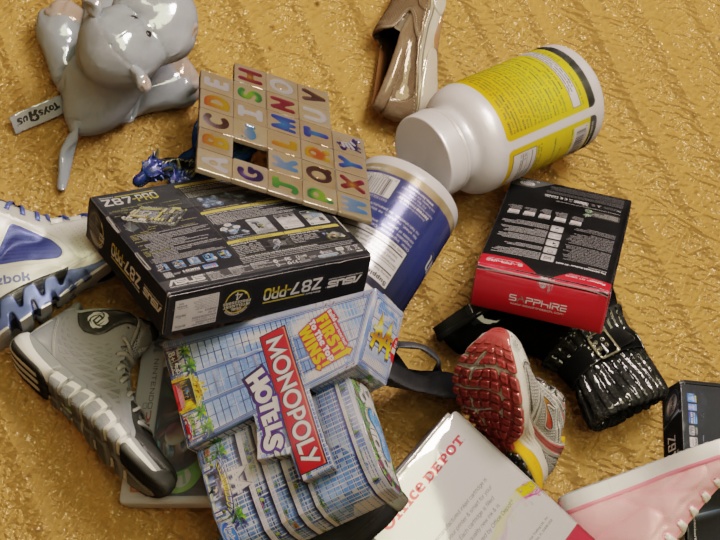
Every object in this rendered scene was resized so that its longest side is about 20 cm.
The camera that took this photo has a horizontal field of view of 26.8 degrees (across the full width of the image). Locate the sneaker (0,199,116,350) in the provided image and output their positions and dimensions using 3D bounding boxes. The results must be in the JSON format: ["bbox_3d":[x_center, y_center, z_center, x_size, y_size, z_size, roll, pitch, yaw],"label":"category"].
[{"bbox_3d":[-0.283,-0.028,1.366,0.199,0.081,0.115,-35,86,-22],"label":"sneaker"}]

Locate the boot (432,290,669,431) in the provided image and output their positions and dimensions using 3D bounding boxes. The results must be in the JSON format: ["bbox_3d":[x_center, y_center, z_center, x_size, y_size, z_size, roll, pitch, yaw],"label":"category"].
[{"bbox_3d":[0.187,0.085,1.460,0.210,0.079,0.158,-15,76,-21],"label":"boot"}]

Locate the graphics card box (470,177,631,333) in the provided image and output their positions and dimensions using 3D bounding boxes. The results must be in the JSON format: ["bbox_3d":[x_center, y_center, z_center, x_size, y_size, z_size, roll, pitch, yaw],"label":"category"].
[{"bbox_3d":[0.184,-0.019,1.440,0.125,0.051,0.200,12,31,9],"label":"graphics card box"}]

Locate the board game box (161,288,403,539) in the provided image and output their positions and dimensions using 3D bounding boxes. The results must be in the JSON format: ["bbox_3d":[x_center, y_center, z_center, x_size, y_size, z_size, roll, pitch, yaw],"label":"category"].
[{"bbox_3d":[-0.047,0.110,1.254,0.199,0.062,0.201,-28,59,14],"label":"board game box"}]

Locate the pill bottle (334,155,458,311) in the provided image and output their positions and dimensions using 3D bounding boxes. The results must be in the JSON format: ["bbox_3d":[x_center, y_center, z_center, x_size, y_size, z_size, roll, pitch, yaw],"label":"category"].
[{"bbox_3d":[0.000,0.000,1.420,0.111,0.111,0.200,34,66,-2],"label":"pill bottle"}]

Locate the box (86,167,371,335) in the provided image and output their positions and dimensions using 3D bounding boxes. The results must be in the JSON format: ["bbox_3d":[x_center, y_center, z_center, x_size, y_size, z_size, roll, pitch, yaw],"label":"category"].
[{"bbox_3d":[-0.115,-0.023,1.315,0.199,0.049,0.161,-13,41,-32],"label":"box"}]

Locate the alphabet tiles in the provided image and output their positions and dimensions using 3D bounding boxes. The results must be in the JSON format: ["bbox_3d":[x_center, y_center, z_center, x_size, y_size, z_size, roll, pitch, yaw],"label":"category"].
[{"bbox_3d":[-0.072,-0.126,1.407,0.166,0.008,0.200,16,36,-16],"label":"alphabet tiles"}]

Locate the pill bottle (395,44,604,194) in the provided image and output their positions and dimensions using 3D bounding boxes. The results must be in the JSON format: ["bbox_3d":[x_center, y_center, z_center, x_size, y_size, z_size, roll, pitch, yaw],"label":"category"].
[{"bbox_3d":[0.136,-0.143,1.495,0.200,0.112,0.113,-25,79,-32],"label":"pill bottle"}]

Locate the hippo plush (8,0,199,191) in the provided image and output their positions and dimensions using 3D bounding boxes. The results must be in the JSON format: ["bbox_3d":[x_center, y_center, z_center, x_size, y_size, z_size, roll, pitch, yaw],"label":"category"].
[{"bbox_3d":[-0.236,-0.212,1.400,0.200,0.161,0.160,-35,84,-24],"label":"hippo plush"}]

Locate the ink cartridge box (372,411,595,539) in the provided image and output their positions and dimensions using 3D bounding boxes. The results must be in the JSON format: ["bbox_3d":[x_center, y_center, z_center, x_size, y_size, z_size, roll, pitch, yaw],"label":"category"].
[{"bbox_3d":[0.103,0.251,1.375,0.200,0.086,0.148,43,67,3],"label":"ink cartridge box"}]

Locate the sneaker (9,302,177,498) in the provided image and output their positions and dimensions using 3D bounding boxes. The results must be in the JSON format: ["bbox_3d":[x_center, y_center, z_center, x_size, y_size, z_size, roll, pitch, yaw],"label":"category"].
[{"bbox_3d":[-0.206,0.099,1.333,0.200,0.075,0.115,42,63,15],"label":"sneaker"}]

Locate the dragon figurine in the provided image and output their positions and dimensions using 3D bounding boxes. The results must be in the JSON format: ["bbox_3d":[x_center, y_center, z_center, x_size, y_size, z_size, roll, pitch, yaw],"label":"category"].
[{"bbox_3d":[-0.131,-0.118,1.430,0.200,0.099,0.059,-40,86,-24],"label":"dragon figurine"}]

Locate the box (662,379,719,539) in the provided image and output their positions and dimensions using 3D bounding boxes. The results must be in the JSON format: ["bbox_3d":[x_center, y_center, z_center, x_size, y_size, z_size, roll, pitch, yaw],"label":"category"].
[{"bbox_3d":[0.381,0.216,1.489,0.159,0.044,0.201,7,69,-13],"label":"box"}]

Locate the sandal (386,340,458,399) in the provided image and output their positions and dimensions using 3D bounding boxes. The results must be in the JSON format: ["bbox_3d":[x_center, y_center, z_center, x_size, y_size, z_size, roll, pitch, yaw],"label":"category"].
[{"bbox_3d":[0.045,0.087,1.375,0.076,0.200,0.043,10,86,28],"label":"sandal"}]

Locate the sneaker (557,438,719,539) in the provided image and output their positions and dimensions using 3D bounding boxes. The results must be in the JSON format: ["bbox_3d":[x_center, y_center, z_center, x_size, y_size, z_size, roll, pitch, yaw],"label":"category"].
[{"bbox_3d":[0.293,0.226,1.414,0.200,0.075,0.105,-23,76,12],"label":"sneaker"}]

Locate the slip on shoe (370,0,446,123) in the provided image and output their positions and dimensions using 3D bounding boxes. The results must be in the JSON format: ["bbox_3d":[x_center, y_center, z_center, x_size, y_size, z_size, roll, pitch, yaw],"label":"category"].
[{"bbox_3d":[0.044,-0.245,1.542,0.060,0.076,0.201,9,76,-19],"label":"slip on shoe"}]

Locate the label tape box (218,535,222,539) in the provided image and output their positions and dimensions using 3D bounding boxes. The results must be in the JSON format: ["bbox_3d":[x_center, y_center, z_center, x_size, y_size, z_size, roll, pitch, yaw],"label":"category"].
[{"bbox_3d":[-0.110,0.335,1.296,0.144,0.063,0.200,37,66,-2],"label":"label tape box"}]

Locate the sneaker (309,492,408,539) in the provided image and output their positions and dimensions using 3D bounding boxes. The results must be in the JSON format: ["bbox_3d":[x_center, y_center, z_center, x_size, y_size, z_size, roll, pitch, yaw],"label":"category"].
[{"bbox_3d":[-0.055,0.180,1.332,0.106,0.075,0.200,-48,43,-3],"label":"sneaker"}]

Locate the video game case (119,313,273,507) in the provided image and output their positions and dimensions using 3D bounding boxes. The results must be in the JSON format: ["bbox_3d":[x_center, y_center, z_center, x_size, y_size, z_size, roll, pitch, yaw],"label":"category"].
[{"bbox_3d":[-0.112,0.117,1.331,0.199,0.023,0.183,-4,67,24],"label":"video game case"}]

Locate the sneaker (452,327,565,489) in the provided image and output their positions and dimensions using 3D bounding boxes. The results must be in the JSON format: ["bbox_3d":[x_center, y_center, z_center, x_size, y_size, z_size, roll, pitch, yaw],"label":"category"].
[{"bbox_3d":[0.142,0.120,1.392,0.078,0.200,0.082,21,56,33],"label":"sneaker"}]
